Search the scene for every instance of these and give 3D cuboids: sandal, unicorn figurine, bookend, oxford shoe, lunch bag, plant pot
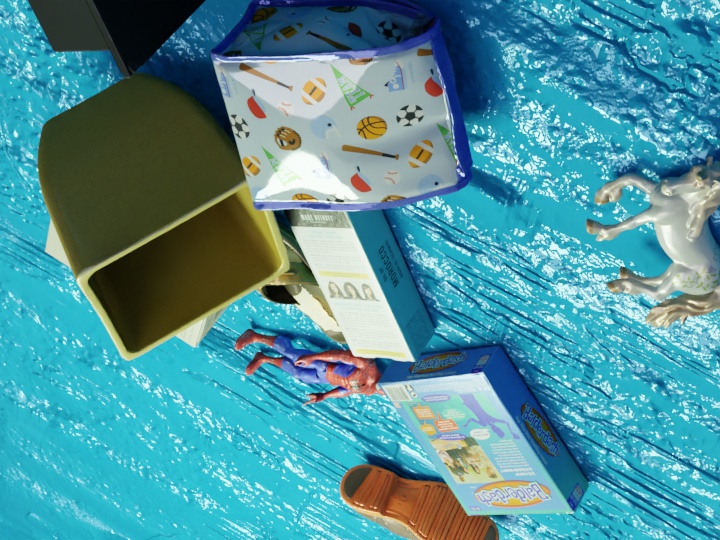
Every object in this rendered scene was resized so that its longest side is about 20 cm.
[{"bbox_3d":[-0.077,0.012,1.767,0.200,0.054,0.080,45,143,-10],"label":"sandal"},{"bbox_3d":[0.264,-0.036,1.433,0.136,0.074,0.200,-7,140,32],"label":"unicorn figurine"},{"bbox_3d":[-0.234,-0.262,1.482,0.197,0.200,0.093,3,132,36],"label":"bookend"},{"bbox_3d":[0.074,0.280,1.934,0.199,0.072,0.073,22,161,27],"label":"oxford shoe"},{"bbox_3d":[-0.006,-0.147,1.479,0.198,0.124,0.171,3,130,24],"label":"lunch bag"},{"bbox_3d":[-0.209,-0.072,1.650,0.201,0.193,0.196,57,172,27],"label":"plant pot"}]

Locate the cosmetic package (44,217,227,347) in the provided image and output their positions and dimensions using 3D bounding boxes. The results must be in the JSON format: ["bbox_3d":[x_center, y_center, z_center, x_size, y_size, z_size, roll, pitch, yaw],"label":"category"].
[{"bbox_3d":[-0.228,-0.019,1.818,0.199,0.104,0.073,32,142,5],"label":"cosmetic package"}]

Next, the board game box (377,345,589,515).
[{"bbox_3d":[0.129,0.173,1.777,0.151,0.045,0.201,-9,123,44],"label":"board game box"}]

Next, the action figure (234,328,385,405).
[{"bbox_3d":[-0.046,0.110,1.855,0.199,0.052,0.066,8,131,30],"label":"action figure"}]

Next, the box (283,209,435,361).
[{"bbox_3d":[0.000,0.000,1.695,0.082,0.049,0.201,3,132,37],"label":"box"}]
